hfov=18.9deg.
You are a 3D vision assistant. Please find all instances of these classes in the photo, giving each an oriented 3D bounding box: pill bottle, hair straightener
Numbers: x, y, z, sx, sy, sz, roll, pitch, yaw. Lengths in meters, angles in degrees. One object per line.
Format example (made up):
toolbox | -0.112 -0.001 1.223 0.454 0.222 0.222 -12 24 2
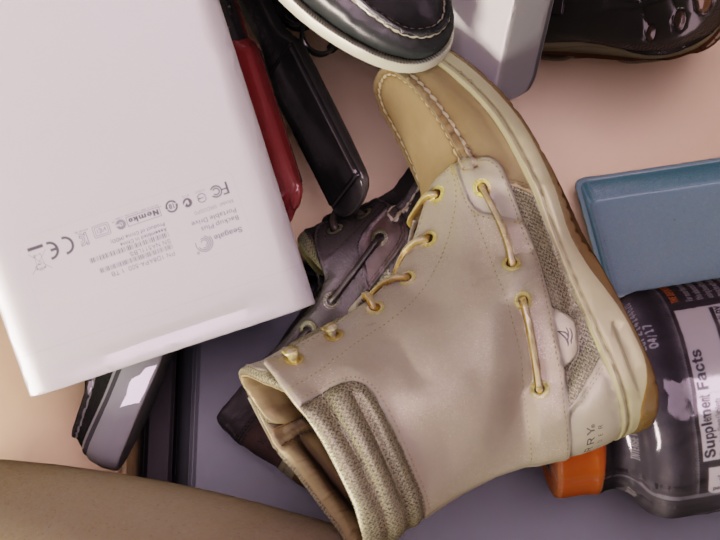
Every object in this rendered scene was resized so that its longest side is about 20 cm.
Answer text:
pill bottle | 0.178 0.054 0.989 0.199 0.106 0.107 -9 82 -3
hair straightener | -0.036 -0.112 1.015 0.077 0.041 0.201 -7 60 -29

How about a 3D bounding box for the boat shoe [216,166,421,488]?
boat shoe | 0.000 0.001 1.008 0.066 0.072 0.201 28 86 -3

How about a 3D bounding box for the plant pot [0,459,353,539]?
plant pot | -0.120 0.161 0.940 0.199 0.187 0.188 23 81 17

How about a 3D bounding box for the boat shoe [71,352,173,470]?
boat shoe | -0.103 -0.007 1.010 0.056 0.069 0.201 17 74 -1

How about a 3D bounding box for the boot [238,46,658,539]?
boot | 0.016 0.007 0.917 0.154 0.072 0.200 -24 72 -16

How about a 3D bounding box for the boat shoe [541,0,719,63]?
boat shoe | 0.082 -0.131 1.029 0.199 0.074 0.076 13 89 22

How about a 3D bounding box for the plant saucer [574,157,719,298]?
plant saucer | 0.206 -0.027 1.035 0.199 0.019 0.070 -9 57 -3

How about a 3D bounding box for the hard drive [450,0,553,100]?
hard drive | 0.019 -0.185 0.961 0.027 0.132 0.200 -24 56 -26

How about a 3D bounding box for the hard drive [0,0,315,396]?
hard drive | -0.112 -0.060 0.932 0.131 0.025 0.201 -18 101 -2

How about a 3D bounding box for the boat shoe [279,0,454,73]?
boat shoe | -0.020 -0.177 0.927 0.074 0.066 0.200 -25 76 -31
